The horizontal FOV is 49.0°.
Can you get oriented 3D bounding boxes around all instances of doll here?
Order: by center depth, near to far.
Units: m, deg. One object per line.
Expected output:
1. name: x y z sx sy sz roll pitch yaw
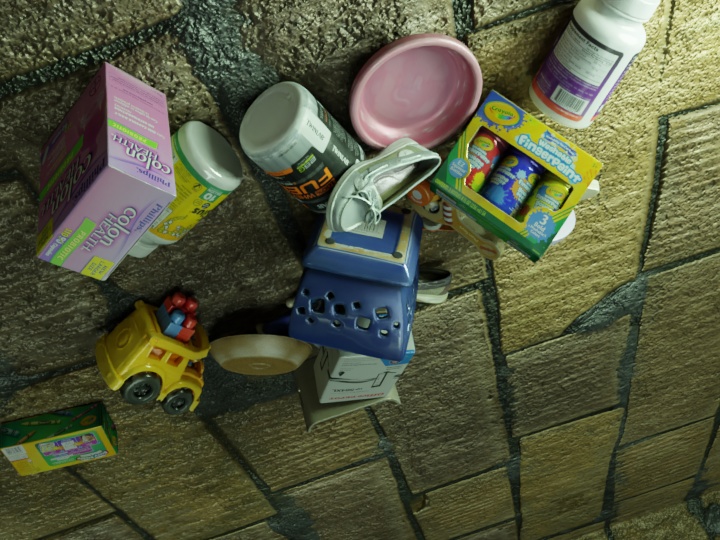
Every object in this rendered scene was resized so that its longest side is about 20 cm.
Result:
1. doll: -0.100 0.070 1.458 0.199 0.049 0.136 -35 151 18

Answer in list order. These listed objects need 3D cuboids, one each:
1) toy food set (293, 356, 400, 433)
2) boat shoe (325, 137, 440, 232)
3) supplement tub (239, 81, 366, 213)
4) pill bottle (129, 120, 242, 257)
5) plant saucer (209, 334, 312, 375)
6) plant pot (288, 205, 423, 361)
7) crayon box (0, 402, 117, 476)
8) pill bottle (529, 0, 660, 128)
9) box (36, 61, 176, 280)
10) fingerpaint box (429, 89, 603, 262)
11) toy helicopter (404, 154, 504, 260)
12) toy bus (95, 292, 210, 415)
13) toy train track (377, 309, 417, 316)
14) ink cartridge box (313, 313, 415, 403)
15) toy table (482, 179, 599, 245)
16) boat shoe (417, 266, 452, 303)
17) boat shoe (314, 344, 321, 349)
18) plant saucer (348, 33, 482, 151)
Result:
1. toy food set: -0.031 0.237 1.608 0.197 0.145 0.061 -18 142 0
2. boat shoe: 0.031 -0.119 1.123 0.201 0.064 0.075 -38 135 -31
3. supplement tub: -0.071 -0.165 1.138 0.122 0.124 0.200 -32 139 18
4. pill bottle: -0.272 -0.109 1.133 0.199 0.114 0.112 -37 137 22
5. plant saucer: -0.189 0.164 1.487 0.196 0.036 0.201 -1 159 0
6. plant pot: 0.000 0.000 1.269 0.196 0.202 0.182 12 130 4
7. crayon box: -0.596 0.337 1.573 0.196 0.059 0.120 -12 141 -8
8. pill bottle: 0.334 -0.314 1.128 0.110 0.113 0.201 4 136 -25
9. box: -0.331 -0.127 1.020 0.096 0.202 0.176 23 127 -40
10. fingerpaint box: 0.229 -0.139 1.181 0.168 0.199 0.073 -54 173 -1
11. toy helicopter: 0.148 -0.083 1.295 0.079 0.199 0.133 -49 177 -32
12. toy bus: -0.336 0.135 1.400 0.192 0.136 0.199 -48 137 10
13. toy train track: 0.046 0.070 1.477 0.112 0.033 0.200 -6 172 8
14. ink cartridge box: 0.003 0.165 1.467 0.143 0.086 0.201 -3 148 -16
15. toy table: 0.286 -0.125 1.298 0.196 0.187 0.117 -2 155 -20
16. boat shoe: 0.078 0.015 1.454 0.196 0.072 0.066 8 120 -20
17. boat shoe: -0.029 0.125 1.532 0.068 0.057 0.199 -29 147 27
18. plant saucer: 0.076 -0.259 1.142 0.197 0.051 0.202 -11 141 -9
